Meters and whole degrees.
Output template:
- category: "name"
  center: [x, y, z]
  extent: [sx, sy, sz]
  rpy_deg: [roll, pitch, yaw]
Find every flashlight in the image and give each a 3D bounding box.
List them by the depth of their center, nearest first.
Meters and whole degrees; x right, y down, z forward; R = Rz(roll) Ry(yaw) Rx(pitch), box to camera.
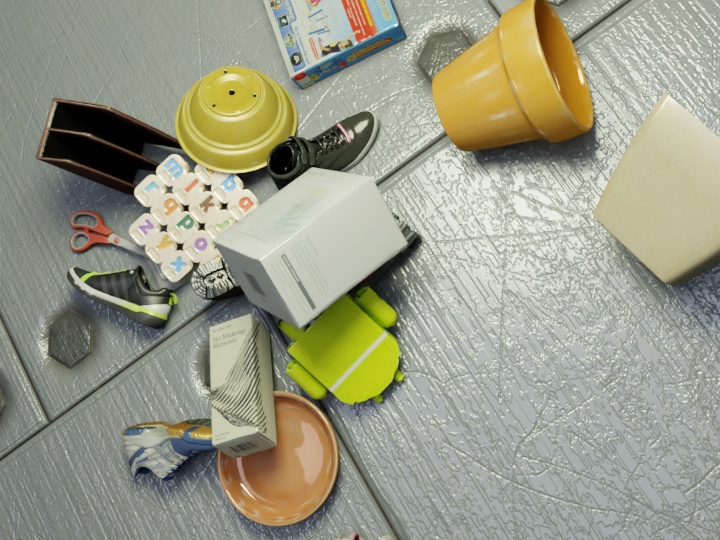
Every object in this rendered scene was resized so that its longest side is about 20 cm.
- category: "flashlight"
  center: [0.000, 0.000, 1.385]
  extent: [0.068, 0.068, 0.200]
  rpy_deg: [43, 96, 20]

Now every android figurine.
- category: "android figurine"
  center: [-0.023, 0.114, 1.351]
  extent: [0.200, 0.041, 0.182]
  rpy_deg: [41, 96, -9]

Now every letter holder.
- category: "letter holder"
  center: [-0.386, -0.190, 1.456]
  extent: [0.141, 0.200, 0.101]
  rpy_deg: [11, 84, 32]

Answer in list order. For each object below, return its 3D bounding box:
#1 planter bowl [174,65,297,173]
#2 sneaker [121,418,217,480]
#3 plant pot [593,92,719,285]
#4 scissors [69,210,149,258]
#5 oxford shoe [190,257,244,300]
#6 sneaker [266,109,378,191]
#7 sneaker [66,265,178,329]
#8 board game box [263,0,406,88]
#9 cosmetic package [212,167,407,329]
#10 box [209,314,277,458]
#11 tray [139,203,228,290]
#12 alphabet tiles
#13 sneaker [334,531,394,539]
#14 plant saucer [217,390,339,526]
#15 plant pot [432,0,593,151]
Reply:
- category: "planter bowl"
  center: [-0.202, -0.262, 1.447]
  extent: [0.199, 0.084, 0.202]
  rpy_deg: [1, 66, -2]
- category: "sneaker"
  center: [-0.286, 0.283, 1.425]
  extent: [0.199, 0.075, 0.089]
  rpy_deg: [-8, 90, 34]
- category: "plant pot"
  center: [0.428, -0.088, 1.206]
  extent: [0.200, 0.200, 0.177]
  rpy_deg: [47, 107, 19]
- category: "scissors"
  center: [-0.422, -0.061, 1.546]
  extent: [0.199, 0.014, 0.074]
  rpy_deg: [6, 82, 27]
- category: "oxford shoe"
  center: [-0.169, -0.004, 1.438]
  extent: [0.199, 0.084, 0.073]
  rpy_deg: [-16, 79, -7]
- category: "sneaker"
  center: [-0.061, -0.191, 1.420]
  extent: [0.200, 0.099, 0.071]
  rpy_deg: [-36, 70, 7]
- category: "sneaker"
  center: [-0.390, 0.027, 1.509]
  extent: [0.199, 0.072, 0.083]
  rpy_deg: [25, 84, 13]
- category: "board game box"
  center: [-0.050, -0.430, 1.480]
  extent: [0.195, 0.056, 0.201]
  rpy_deg: [-23, 75, 13]
- category: "cosmetic package"
  center: [-0.076, -0.041, 1.304]
  extent: [0.200, 0.199, 0.123]
  rpy_deg: [-37, 114, -18]
- category: "box"
  center: [-0.180, 0.175, 1.378]
  extent: [0.082, 0.068, 0.201]
  rpy_deg: [-19, 55, 14]
- category: "tray"
  center: [-0.274, -0.053, 1.505]
  extent: [0.199, 0.022, 0.108]
  rpy_deg: [-32, 74, 10]
- category: "alphabet tiles"
  center: [-0.269, -0.085, 1.469]
  extent: [0.195, 0.015, 0.200]
  rpy_deg: [-42, 88, 4]
- category: "sneaker"
  center: [-0.026, 0.427, 1.319]
  extent: [0.198, 0.081, 0.089]
  rpy_deg: [-8, 77, 8]
- category: "plant saucer"
  center: [-0.124, 0.287, 1.391]
  extent: [0.199, 0.037, 0.202]
  rpy_deg: [-3, 79, 18]
- category: "plant pot"
  center: [0.211, -0.261, 1.308]
  extent: [0.182, 0.200, 0.202]
  rpy_deg: [-20, 75, 29]
